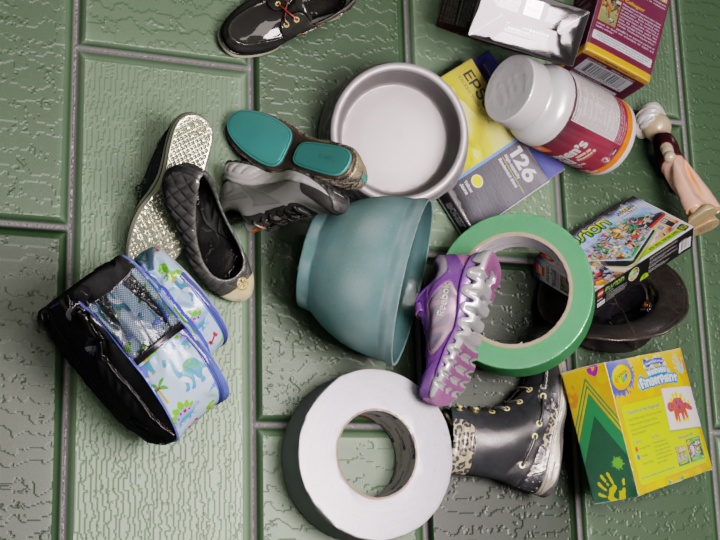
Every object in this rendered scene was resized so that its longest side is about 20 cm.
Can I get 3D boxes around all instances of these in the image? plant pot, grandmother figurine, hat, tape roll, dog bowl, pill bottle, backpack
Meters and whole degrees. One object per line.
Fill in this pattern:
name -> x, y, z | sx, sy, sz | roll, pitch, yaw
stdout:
plant pot -> 0.000, 0.000, 1.489 | 0.133, 0.201, 0.202 | 12, 71, 10
grandmother figurine -> 0.438, -0.147, 1.738 | 0.060, 0.122, 0.202 | -20, 64, 1
hat -> 0.331, 0.059, 1.649 | 0.198, 0.082, 0.202 | -3, 38, 2
tape roll -> 0.009, 0.222, 1.493 | 0.198, 0.066, 0.203 | 6, 75, -22
dog bowl -> 0.046, -0.169, 1.573 | 0.197, 0.059, 0.203 | 0, 87, -6
pill bottle -> 0.264, -0.206, 1.647 | 0.199, 0.109, 0.111 | 18, 70, -36
tape roll -> 0.194, 0.030, 1.568 | 0.198, 0.048, 0.203 | -4, 73, 12
backpack -> -0.230, 0.080, 1.365 | 0.147, 0.183, 0.201 | -39, 99, -24

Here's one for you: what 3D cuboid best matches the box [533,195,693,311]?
box -> 0.338, -0.025, 1.662 | 0.199, 0.110, 0.035 | -30, 133, -28

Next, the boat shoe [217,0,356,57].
boat shoe -> -0.091, -0.332, 1.588 | 0.200, 0.063, 0.074 | -27, 90, -24

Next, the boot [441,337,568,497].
boot -> 0.179, 0.173, 1.572 | 0.152, 0.073, 0.206 | 11, 72, -16

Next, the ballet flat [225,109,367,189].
ballet flat -> -0.076, -0.138, 1.527 | 0.198, 0.075, 0.068 | 22, 78, 27

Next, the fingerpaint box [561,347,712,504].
fingerpaint box -> 0.355, 0.195, 1.600 | 0.199, 0.073, 0.169 | -5, 79, -48

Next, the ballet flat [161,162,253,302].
ballet flat -> -0.171, -0.037, 1.445 | 0.067, 0.056, 0.201 | -47, 131, -27

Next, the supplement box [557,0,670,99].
supplement box -> 0.364, -0.359, 1.766 | 0.109, 0.086, 0.202 | 24, 70, -15

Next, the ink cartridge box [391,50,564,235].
ink cartridge box -> 0.162, -0.175, 1.663 | 0.199, 0.047, 0.199 | -34, 91, -23

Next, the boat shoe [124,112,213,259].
boat shoe -> -0.227, -0.089, 1.474 | 0.074, 0.062, 0.202 | 19, 86, -22

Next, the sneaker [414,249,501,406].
sneaker -> 0.103, 0.065, 1.517 | 0.088, 0.081, 0.202 | 12, 73, 25

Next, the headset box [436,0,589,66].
headset box -> 0.192, -0.330, 1.634 | 0.147, 0.200, 0.076 | 14, 102, -14

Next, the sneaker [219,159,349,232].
sneaker -> -0.092, -0.078, 1.468 | 0.074, 0.199, 0.080 | 27, 76, -46
